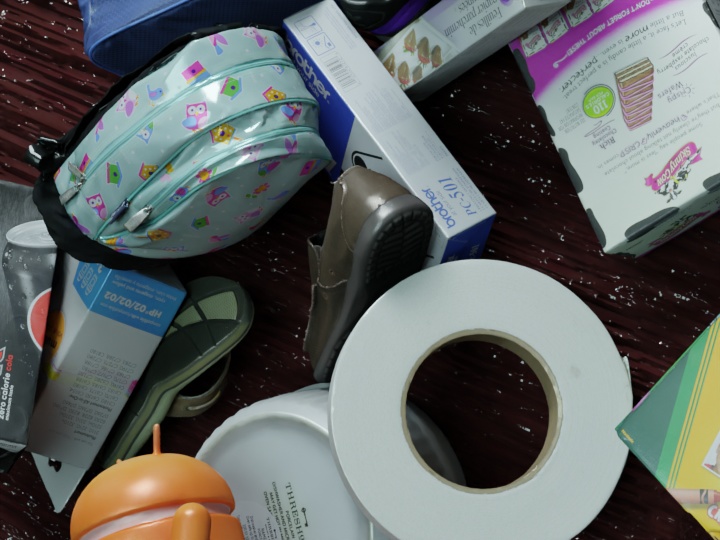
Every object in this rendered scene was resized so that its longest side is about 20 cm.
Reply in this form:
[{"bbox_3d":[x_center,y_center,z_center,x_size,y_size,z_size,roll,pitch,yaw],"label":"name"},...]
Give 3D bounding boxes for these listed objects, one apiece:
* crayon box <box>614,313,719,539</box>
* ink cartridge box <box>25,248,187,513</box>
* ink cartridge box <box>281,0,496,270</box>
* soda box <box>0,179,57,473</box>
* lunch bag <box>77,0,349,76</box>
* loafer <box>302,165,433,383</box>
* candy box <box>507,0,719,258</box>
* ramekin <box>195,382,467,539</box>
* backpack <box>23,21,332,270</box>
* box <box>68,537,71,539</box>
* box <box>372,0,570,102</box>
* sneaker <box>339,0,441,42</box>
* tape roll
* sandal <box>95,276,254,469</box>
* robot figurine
[{"bbox_3d":[0.270,0.128,1.395,0.200,0.058,0.119,48,110,21],"label":"crayon box"},{"bbox_3d":[-0.217,0.064,1.661,0.201,0.068,0.115,-60,32,14],"label":"ink cartridge box"},{"bbox_3d":[0.012,-0.082,1.541,0.200,0.044,0.094,54,156,21],"label":"ink cartridge box"},{"bbox_3d":[-0.262,0.038,1.602,0.063,0.070,0.201,132,147,-59],"label":"soda box"},{"bbox_3d":[-0.115,-0.221,1.599,0.199,0.136,0.133,-20,68,26],"label":"lunch bag"},{"bbox_3d":[0.000,0.000,1.523,0.071,0.073,0.201,54,146,27],"label":"loafer"},{"bbox_3d":[0.184,-0.128,1.462,0.136,0.061,0.201,-31,71,27],"label":"candy box"},{"bbox_3d":[-0.032,0.177,1.549,0.199,0.105,0.202,-1,87,30],"label":"ramekin"},{"bbox_3d":[-0.112,-0.084,1.541,0.200,0.166,0.127,-38,78,39],"label":"backpack"},{"bbox_3d":[-0.150,0.268,1.654,0.143,0.036,0.200,-44,66,21],"label":"box"},{"bbox_3d":[0.068,-0.159,1.490,0.200,0.041,0.039,-30,76,60],"label":"box"},{"bbox_3d":[0.050,-0.247,1.524,0.069,0.099,0.201,37,102,27],"label":"sneaker"},{"bbox_3d":[0.078,0.093,1.466,0.201,0.037,0.204,1,80,-5],"label":"tape roll"},{"bbox_3d":[-0.132,0.076,1.644,0.201,0.057,0.080,-48,35,38],"label":"sandal"},{"bbox_3d":[-0.126,0.207,1.471,0.116,0.144,0.201,-19,72,14],"label":"robot figurine"}]
